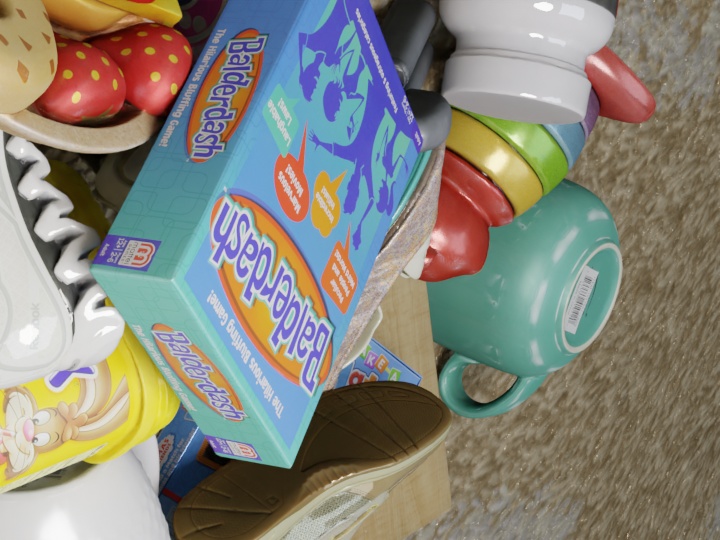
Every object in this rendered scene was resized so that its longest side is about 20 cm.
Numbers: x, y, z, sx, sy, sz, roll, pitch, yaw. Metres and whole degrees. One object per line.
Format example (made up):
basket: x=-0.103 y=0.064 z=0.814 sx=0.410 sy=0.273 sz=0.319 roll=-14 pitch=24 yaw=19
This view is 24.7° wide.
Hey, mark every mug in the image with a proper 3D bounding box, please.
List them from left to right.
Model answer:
mug: x=-0.159 y=0.155 z=0.882 sx=0.200 sy=0.147 sz=0.176 roll=-52 pitch=147 yaw=-58
mug: x=0.129 y=0.015 z=1.254 sx=0.152 sy=0.114 sz=0.186 roll=-43 pitch=141 yaw=-35

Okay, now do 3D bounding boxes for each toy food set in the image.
toy food set: x=-0.147 y=-0.139 z=0.693 sx=0.049 sy=0.199 sz=0.199 roll=-34 pitch=153 yaw=29

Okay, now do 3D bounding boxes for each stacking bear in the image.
stacking bear: x=0.090 y=-0.077 z=1.148 sx=0.114 sy=0.121 sz=0.200 roll=44 pitch=79 yaw=-29

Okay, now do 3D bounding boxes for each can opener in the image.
can opener: x=0.027 y=-0.108 z=1.005 sx=0.200 sy=0.066 sz=0.053 roll=-76 pitch=170 yaw=-59

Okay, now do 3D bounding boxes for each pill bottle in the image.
pill bottle: x=0.112 y=-0.202 z=1.057 sx=0.116 sy=0.115 sz=0.202 roll=15 pitch=83 yaw=-59

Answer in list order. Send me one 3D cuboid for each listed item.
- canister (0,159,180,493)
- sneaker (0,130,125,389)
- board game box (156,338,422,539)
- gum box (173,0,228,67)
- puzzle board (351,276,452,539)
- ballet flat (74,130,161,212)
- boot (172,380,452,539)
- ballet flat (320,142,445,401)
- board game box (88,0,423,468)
canister: x=-0.196 y=0.040 z=0.741 sx=0.199 sy=0.149 sz=0.086 roll=-21 pitch=168 yaw=-47
sneaker: x=-0.177 y=-0.042 z=0.700 sx=0.081 sy=0.201 sz=0.075 roll=-24 pitch=172 yaw=-36
board game box: x=-0.058 y=0.118 z=1.064 sx=0.151 sy=0.036 sz=0.201 roll=40 pitch=75 yaw=-39
gum box: x=-0.074 y=-0.165 z=0.828 sx=0.066 sy=0.113 sz=0.201 roll=-24 pitch=129 yaw=-49
puzzle board: x=0.002 y=0.103 z=1.162 sx=0.150 sy=0.017 sz=0.201 roll=-23 pitch=111 yaw=-44
ballet flat: x=-0.123 y=-0.069 z=0.782 sx=0.200 sy=0.069 sz=0.070 roll=44 pitch=66 yaw=-16
boot: x=-0.029 y=0.165 z=1.008 sx=0.199 sy=0.072 sz=0.155 roll=-29 pitch=138 yaw=-34
ballet flat: x=0.000 y=0.000 z=1.024 sx=0.201 sy=0.068 sz=0.067 roll=-54 pitch=133 yaw=-4
board game box: x=-0.038 y=-0.034 z=0.762 sx=0.201 sy=0.045 sz=0.152 roll=-67 pitch=151 yaw=-29
